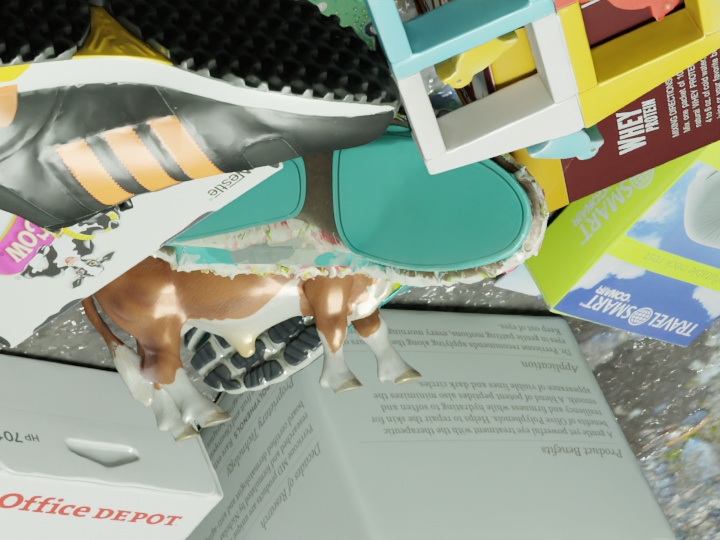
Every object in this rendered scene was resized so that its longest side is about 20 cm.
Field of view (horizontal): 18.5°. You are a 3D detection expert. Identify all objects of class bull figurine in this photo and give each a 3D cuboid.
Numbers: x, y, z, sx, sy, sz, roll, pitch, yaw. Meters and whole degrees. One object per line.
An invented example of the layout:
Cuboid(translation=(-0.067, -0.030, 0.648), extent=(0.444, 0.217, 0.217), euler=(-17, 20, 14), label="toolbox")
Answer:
Cuboid(translation=(-0.037, 0.004, 1.041), extent=(0.200, 0.122, 0.065), euler=(-16, 172, 19), label="bull figurine")

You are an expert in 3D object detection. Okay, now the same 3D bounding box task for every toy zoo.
Cuboid(translation=(0.068, -0.108, 0.823), extent=(0.131, 0.020, 0.200), euler=(-25, 144, 0), label="toy zoo")

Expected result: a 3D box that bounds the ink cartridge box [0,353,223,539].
Cuboid(translation=(-0.191, 0.141, 1.157), extent=(0.146, 0.086, 0.200), euler=(13, 129, -41), label="ink cartridge box")

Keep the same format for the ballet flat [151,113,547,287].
Cuboid(translation=(-0.006, -0.029, 0.956), extent=(0.200, 0.076, 0.064), euler=(5, 177, 25), label="ballet flat")

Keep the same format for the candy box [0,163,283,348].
Cuboid(translation=(-0.158, -0.069, 0.879), extent=(0.168, 0.072, 0.200), euler=(-33, 136, 28), label="candy box")

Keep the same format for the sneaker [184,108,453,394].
Cuboid(translation=(0.000, 0.000, 1.107), extent=(0.200, 0.078, 0.080), euler=(-35, 155, 16), label="sneaker")

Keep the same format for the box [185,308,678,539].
Cuboid(translation=(0.024, 0.146, 1.215), extent=(0.199, 0.171, 0.200), euler=(4, 135, -33), label="box")

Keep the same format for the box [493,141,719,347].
Cuboid(translation=(0.180, -0.032, 1.189), extent=(0.122, 0.048, 0.200), euler=(15, 128, -41), label="box")

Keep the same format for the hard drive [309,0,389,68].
Cuboid(translation=(-0.062, -0.124, 0.940), extent=(0.140, 0.038, 0.200), euler=(-20, 143, -7), label="hard drive")

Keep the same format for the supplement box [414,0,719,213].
Cuboid(translation=(0.120, -0.159, 0.919), extent=(0.200, 0.133, 0.197), euler=(-23, 144, -2), label="supplement box")

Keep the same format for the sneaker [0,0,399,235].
Cuboid(translation=(-0.088, -0.054, 0.803), extent=(0.200, 0.070, 0.090), euler=(2, 130, -21), label="sneaker")
